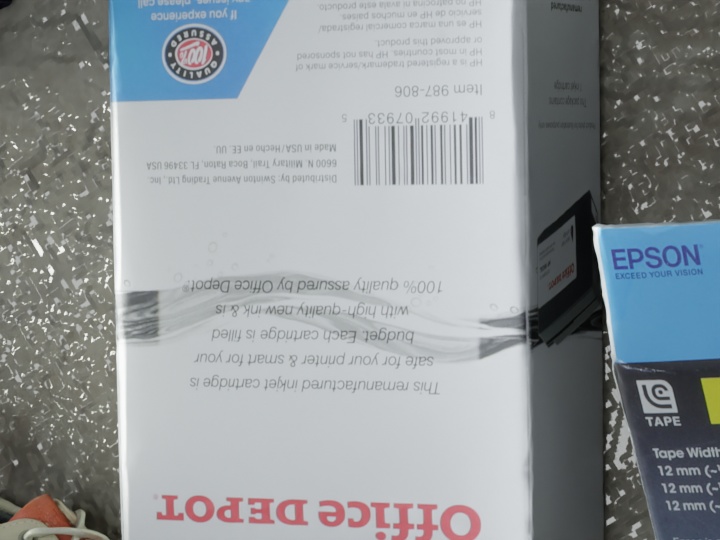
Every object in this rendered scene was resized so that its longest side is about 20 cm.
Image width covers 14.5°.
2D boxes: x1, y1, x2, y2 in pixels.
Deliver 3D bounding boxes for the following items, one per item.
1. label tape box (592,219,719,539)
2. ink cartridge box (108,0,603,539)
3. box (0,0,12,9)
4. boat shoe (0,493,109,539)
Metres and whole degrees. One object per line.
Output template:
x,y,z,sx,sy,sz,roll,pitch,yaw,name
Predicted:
0.161,0.065,0.836,0.143,0.066,0.200,-5,110,28,label tape box
0.000,0.000,0.924,0.145,0.084,0.200,0,93,23,ink cartridge box
-0.246,-0.087,0.990,0.200,0.141,0.079,-22,84,23,box
-0.125,0.105,0.994,0.200,0.071,0.063,20,98,24,boat shoe
